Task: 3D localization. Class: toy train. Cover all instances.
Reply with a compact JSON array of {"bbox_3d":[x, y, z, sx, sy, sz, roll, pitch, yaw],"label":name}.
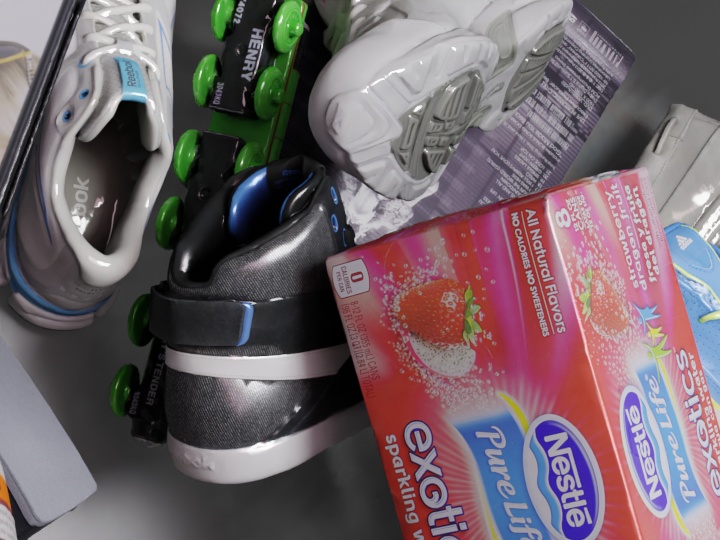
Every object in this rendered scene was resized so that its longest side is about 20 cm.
[{"bbox_3d":[-0.057,-0.023,0.885,0.056,0.042,0.201,29,75,-67],"label":"toy train"}]

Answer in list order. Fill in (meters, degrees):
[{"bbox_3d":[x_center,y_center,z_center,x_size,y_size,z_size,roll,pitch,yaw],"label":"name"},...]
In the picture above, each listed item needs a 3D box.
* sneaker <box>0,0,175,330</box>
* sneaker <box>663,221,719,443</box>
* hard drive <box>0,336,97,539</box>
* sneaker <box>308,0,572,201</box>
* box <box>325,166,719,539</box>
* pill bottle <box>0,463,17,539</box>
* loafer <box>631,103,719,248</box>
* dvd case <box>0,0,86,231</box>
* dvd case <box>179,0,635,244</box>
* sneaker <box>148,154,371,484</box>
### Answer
[{"bbox_3d":[-0.101,-0.079,0.870,0.075,0.087,0.201,6,77,-25],"label":"sneaker"},{"bbox_3d":[0.144,0.044,0.842,0.076,0.199,0.106,-37,132,-45],"label":"sneaker"},{"bbox_3d":[-0.205,0.040,0.777,0.135,0.042,0.200,-33,102,14],"label":"hard drive"},{"bbox_3d":[0.012,-0.092,0.893,0.099,0.078,0.200,31,24,12],"label":"sneaker"},{"bbox_3d":[0.074,0.072,0.801,0.095,0.099,0.201,-16,91,-59],"label":"box"},{"bbox_3d":[-0.153,0.160,0.679,0.114,0.114,0.201,-2,63,-28],"label":"pill bottle"},{"bbox_3d":[0.109,0.002,0.983,0.070,0.070,0.200,39,66,16],"label":"loafer"},{"bbox_3d":[-0.190,-0.083,0.829,0.142,0.018,0.201,16,72,3],"label":"dvd case"},{"bbox_3d":[0.027,-0.070,0.974,0.149,0.016,0.200,40,66,-17],"label":"dvd case"},{"bbox_3d":[0.000,0.000,0.862,0.200,0.073,0.112,-27,121,-44],"label":"sneaker"}]
